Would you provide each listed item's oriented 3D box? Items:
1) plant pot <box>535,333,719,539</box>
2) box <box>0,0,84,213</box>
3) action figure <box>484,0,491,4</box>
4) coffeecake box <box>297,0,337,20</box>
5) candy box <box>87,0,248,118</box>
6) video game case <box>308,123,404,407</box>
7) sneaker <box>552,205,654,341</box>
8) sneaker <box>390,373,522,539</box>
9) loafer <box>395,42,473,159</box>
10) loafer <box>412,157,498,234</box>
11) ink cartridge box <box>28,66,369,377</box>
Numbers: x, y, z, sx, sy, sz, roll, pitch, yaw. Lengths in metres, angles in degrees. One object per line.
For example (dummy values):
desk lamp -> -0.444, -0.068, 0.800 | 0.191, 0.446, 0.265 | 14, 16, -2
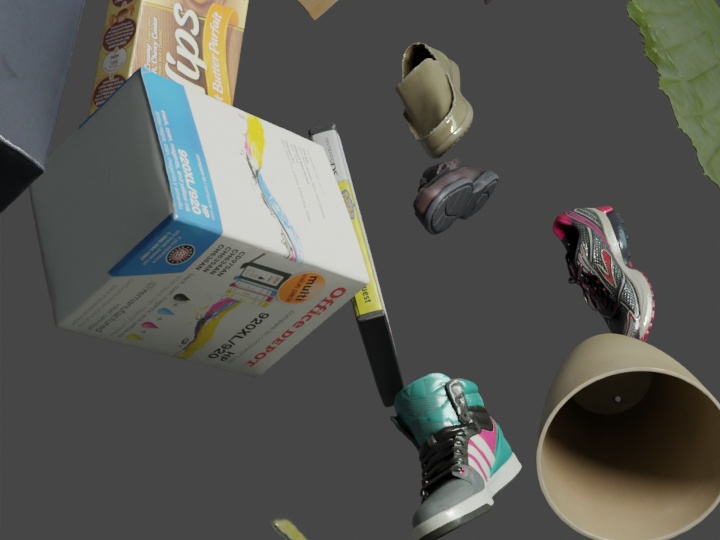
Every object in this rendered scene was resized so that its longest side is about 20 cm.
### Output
plant pot -> 0.261, 0.144, 1.502 | 0.187, 0.187, 0.200 | 45, 15, -13
box -> -0.284, -0.096, 0.934 | 0.117, 0.200, 0.197 | 35, 33, -28
action figure -> 0.127, -0.467, 2.103 | 0.200, 0.069, 0.130 | 34, 40, -22
coffeecake box -> 0.005, -0.386, 1.736 | 0.073, 0.153, 0.200 | 48, 28, -7
candy box -> -0.161, -0.209, 1.303 | 0.115, 0.055, 0.200 | 21, 71, -43
video game case -> 0.000, 0.000, 1.288 | 0.200, 0.025, 0.181 | 74, 1, -64
sneaker -> 0.287, 0.014, 1.781 | 0.075, 0.081, 0.200 | -2, 54, -22
sneaker -> 0.069, 0.152, 1.281 | 0.121, 0.084, 0.200 | 58, 21, 2
loafer -> 0.077, -0.196, 1.713 | 0.068, 0.076, 0.200 | 36, 23, -24
loafer -> 0.089, -0.087, 1.621 | 0.063, 0.072, 0.200 | 36, 20, 13
ink cartridge box -> -0.123, -0.029, 1.147 | 0.200, 0.147, 0.145 | 19, 42, -44
